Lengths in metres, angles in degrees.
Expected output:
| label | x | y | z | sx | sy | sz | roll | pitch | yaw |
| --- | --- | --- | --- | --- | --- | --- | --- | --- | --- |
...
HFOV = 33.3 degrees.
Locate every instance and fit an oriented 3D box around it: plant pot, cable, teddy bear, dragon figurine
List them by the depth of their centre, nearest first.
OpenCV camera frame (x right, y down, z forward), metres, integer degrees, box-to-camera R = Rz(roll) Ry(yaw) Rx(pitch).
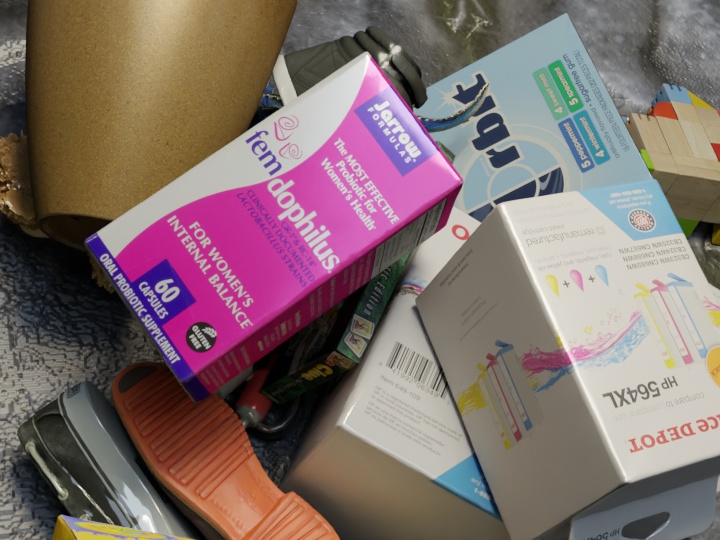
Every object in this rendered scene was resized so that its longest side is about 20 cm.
| label | x | y | z | sx | sy | sz | roll | pitch | yaw |
| --- | --- | --- | --- | --- | --- | --- | --- | --- | --- |
| plant pot | -0.150 | -0.115 | 0.815 | 0.185 | 0.186 | 0.201 | 13 | 72 | -12 |
| cable | -0.057 | 0.041 | 0.883 | 0.097 | 0.050 | 0.200 | 35 | 64 | 4 |
| teddy bear | -0.178 | -0.050 | 0.904 | 0.199 | 0.067 | 0.146 | -14 | 70 | -35 |
| dragon figurine | -0.007 | -0.123 | 0.939 | 0.099 | 0.199 | 0.059 | 47 | 44 | -42 |

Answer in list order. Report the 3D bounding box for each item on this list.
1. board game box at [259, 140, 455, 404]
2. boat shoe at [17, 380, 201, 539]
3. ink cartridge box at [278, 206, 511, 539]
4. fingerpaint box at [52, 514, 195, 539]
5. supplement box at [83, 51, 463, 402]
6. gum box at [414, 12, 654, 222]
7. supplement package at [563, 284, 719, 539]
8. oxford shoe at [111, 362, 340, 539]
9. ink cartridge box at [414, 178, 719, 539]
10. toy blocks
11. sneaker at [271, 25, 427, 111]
| label | x | y | z | sx | sy | sz | roll | pitch | yaw |
| --- | --- | --- | --- | --- | --- | --- | --- | --- | --- |
| board game box | 0.000 | 0.000 | 0.862 | 0.023 | 0.105 | 0.201 | 37 | 54 | -14 |
| boat shoe | -0.149 | 0.170 | 0.776 | 0.064 | 0.071 | 0.201 | -34 | 82 | 0 |
| ink cartridge box | 0.059 | 0.090 | 0.845 | 0.146 | 0.146 | 0.201 | 30 | 54 | -4 |
| fingerpaint box | -0.090 | 0.243 | 0.683 | 0.199 | 0.073 | 0.168 | 16 | 85 | -21 |
| supplement box | -0.049 | -0.023 | 0.723 | 0.200 | 0.103 | 0.101 | -36 | 81 | -10 |
| gum box | 0.114 | -0.086 | 0.971 | 0.199 | 0.045 | 0.171 | -27 | 66 | 11 |
| supplement package | 0.206 | 0.104 | 0.913 | 0.117 | 0.117 | 0.200 | 32 | 54 | 0 |
| oxford shoe | -0.098 | 0.148 | 0.796 | 0.071 | 0.073 | 0.200 | -33 | 75 | -38 |
| ink cartridge box | 0.144 | 0.067 | 0.727 | 0.128 | 0.125 | 0.201 | -10 | 66 | -29 |
| toy blocks | 0.305 | -0.111 | 1.111 | 0.199 | 0.100 | 0.137 | 6 | 46 | -18 |
| sneaker | 0.008 | -0.100 | 0.841 | 0.099 | 0.071 | 0.201 | -26 | 52 | 4 |
